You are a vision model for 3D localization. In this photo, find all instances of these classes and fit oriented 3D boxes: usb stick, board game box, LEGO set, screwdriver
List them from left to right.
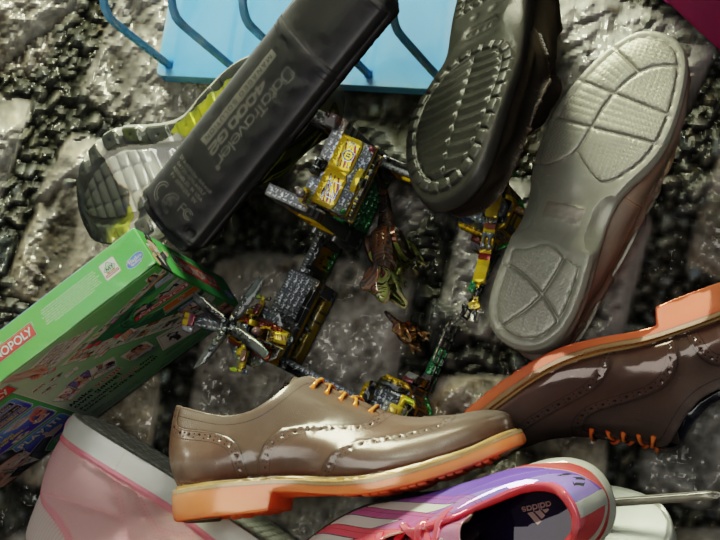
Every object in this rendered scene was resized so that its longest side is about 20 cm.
[{"bbox_3d":[-0.179,0.058,1.160,0.200,0.135,0.029,-36,69,7],"label":"board game box"},{"bbox_3d":[-0.052,-0.095,1.101,0.200,0.033,0.056,-49,67,21],"label":"usb stick"},{"bbox_3d":[0.000,0.000,1.120,0.153,0.116,0.201,33,90,22],"label":"LEGO set"},{"bbox_3d":[0.100,0.131,1.054,0.199,0.029,0.028,-4,45,21],"label":"screwdriver"}]

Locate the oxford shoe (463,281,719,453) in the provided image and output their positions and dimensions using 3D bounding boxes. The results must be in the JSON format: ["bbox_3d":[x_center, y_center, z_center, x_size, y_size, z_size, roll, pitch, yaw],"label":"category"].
[{"bbox_3d":[0.142,0.073,1.082,0.199,0.071,0.073,-25,76,12],"label":"oxford shoe"}]

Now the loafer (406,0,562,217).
[{"bbox_3d":[0.085,-0.102,1.104,0.073,0.071,0.201,-19,38,40],"label":"loafer"}]

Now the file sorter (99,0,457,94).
[{"bbox_3d":[-0.043,-0.195,1.179,0.199,0.123,0.140,5,78,20],"label":"file sorter"}]

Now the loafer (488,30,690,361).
[{"bbox_3d":[0.135,-0.040,1.119,0.072,0.063,0.201,23,83,28],"label":"loafer"}]

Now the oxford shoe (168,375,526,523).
[{"bbox_3d":[-0.010,0.090,1.063,0.199,0.071,0.073,-9,81,4],"label":"oxford shoe"}]

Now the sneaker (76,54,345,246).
[{"bbox_3d":[-0.090,-0.066,1.194,0.199,0.084,0.075,-24,76,33],"label":"sneaker"}]

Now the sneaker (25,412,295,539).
[{"bbox_3d":[-0.116,0.173,1.145,0.200,0.075,0.105,28,89,26],"label":"sneaker"}]

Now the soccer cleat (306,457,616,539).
[{"bbox_3d":[0.036,0.148,1.019,0.199,0.073,0.069,-20,83,14],"label":"soccer cleat"}]

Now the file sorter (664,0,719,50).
[{"bbox_3d":[0.250,-0.170,1.064,0.125,0.139,0.200,-44,68,3],"label":"file sorter"}]

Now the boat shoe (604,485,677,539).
[{"bbox_3d":[0.085,0.173,1.082,0.199,0.064,0.071,-15,41,21],"label":"boat shoe"}]
